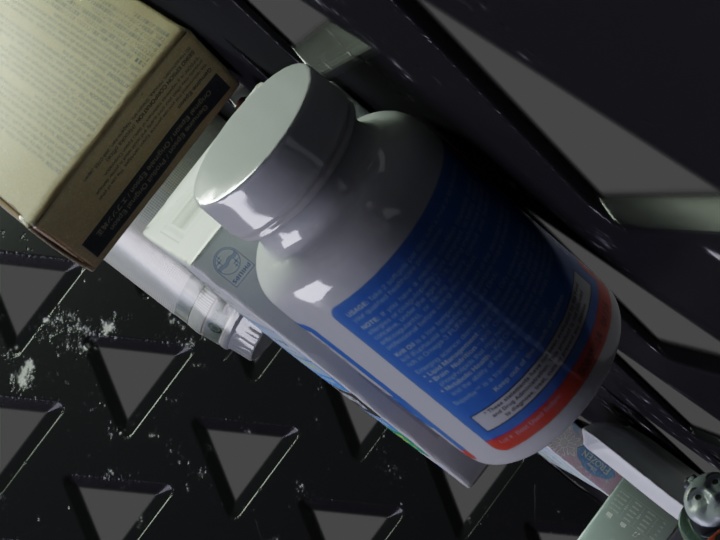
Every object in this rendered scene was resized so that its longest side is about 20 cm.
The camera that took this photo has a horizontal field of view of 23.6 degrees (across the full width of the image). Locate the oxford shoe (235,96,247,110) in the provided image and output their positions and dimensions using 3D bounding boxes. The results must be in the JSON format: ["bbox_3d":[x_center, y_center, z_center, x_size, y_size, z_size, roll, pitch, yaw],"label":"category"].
[{"bbox_3d":[-0.054,-0.058,1.181,0.070,0.075,0.200,37,176,21],"label":"oxford shoe"}]

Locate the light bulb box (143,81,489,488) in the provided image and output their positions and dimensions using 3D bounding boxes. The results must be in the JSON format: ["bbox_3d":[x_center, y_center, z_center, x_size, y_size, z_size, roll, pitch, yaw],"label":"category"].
[{"bbox_3d":[0.000,0.000,0.989,0.200,0.125,0.198,39,176,-15],"label":"light bulb box"}]

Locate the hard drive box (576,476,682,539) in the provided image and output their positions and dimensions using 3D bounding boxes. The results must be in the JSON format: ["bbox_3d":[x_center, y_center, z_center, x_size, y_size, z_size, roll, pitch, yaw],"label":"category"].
[{"bbox_3d":[0.257,0.300,1.677,0.077,0.201,0.156,35,175,31],"label":"hard drive box"}]

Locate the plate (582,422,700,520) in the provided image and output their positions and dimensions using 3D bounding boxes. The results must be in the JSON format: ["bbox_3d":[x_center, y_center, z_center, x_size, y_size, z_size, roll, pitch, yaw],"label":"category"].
[{"bbox_3d":[0.275,0.191,1.458,0.199,0.032,0.200,37,177,12],"label":"plate"}]

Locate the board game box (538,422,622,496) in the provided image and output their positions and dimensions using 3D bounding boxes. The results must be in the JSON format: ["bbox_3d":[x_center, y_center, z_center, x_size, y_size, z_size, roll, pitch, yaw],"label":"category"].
[{"bbox_3d":[0.176,0.153,1.874,0.200,0.043,0.199,39,177,-13],"label":"board game box"}]

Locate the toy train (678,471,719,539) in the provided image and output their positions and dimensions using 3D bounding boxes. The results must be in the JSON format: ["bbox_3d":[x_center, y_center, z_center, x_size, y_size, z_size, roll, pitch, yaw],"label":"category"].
[{"bbox_3d":[0.284,0.218,1.251,0.114,0.085,0.200,46,174,37],"label":"toy train"}]

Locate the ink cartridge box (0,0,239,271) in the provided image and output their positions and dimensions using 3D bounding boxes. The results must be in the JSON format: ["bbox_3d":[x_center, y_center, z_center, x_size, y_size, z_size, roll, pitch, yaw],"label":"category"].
[{"bbox_3d":[-0.205,-0.119,1.177,0.200,0.165,0.075,35,176,38],"label":"ink cartridge box"}]

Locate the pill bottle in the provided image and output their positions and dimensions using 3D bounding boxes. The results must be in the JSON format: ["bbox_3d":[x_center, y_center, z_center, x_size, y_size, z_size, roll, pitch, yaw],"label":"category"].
[{"bbox_3d":[0.021,-0.005,0.823,0.200,0.113,0.112,39,176,-24],"label":"pill bottle"}]

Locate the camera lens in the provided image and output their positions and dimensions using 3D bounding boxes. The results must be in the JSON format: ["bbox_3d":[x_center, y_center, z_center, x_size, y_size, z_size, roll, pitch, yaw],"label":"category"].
[{"bbox_3d":[-0.130,-0.039,1.488,0.200,0.160,0.160,37,177,5],"label":"camera lens"}]
